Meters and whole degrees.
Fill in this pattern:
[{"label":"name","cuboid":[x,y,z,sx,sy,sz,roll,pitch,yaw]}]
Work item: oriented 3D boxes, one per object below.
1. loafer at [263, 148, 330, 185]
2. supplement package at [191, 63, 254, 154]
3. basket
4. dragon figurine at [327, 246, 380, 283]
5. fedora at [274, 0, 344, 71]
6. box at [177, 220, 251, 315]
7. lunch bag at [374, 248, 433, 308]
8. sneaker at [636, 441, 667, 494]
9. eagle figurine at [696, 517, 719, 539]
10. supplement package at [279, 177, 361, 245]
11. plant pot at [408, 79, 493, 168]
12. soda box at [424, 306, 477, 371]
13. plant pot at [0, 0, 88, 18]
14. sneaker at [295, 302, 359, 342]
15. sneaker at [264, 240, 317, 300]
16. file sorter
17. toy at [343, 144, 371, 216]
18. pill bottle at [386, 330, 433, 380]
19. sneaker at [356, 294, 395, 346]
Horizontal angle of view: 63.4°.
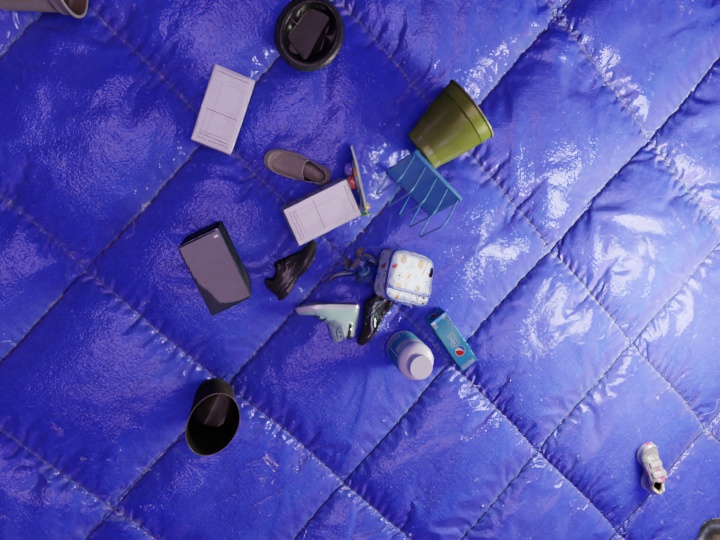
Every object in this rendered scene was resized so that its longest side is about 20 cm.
[{"label":"loafer","cuboid":[-0.174,-0.294,1.648,0.196,0.068,0.077,13,97,-15]},{"label":"supplement package","cuboid":[-0.367,-0.423,1.551,0.112,0.109,0.203,19,95,-15]},{"label":"basket","cuboid":[-0.414,0.392,1.645,0.134,0.200,0.183,26,94,-16]},{"label":"dragon figurine","cuboid":[0.000,0.000,1.745,0.199,0.059,0.100,-41,106,-5]},{"label":"fedora","cuboid":[-0.142,-0.637,1.583,0.196,0.092,0.205,-2,100,-12]},{"label":"box","cuboid":[-0.389,-0.012,1.582,0.122,0.197,0.203,-26,104,-7]},{"label":"lunch bag","cuboid":[0.135,0.027,1.737,0.198,0.075,0.164,15,83,-39]},{"label":"sneaker","cuboid":[1.062,0.717,2.103,0.080,0.088,0.204,-18,103,-9]},{"label":"eagle figurine","cuboid":[1.364,1.074,2.235,0.201,0.149,0.153,-57,153,-28]},{"label":"supplement package","cuboid":[-0.117,-0.170,1.662,0.197,0.109,0.115,-26,105,-8]},{"label":"plant pot","cuboid":[0.246,-0.402,1.675,0.192,0.201,0.201,-38,106,8]},{"label":"soda box","cuboid":[0.286,0.217,1.845,0.064,0.068,0.201,-36,106,-4]},{"label":"plant pot","cuboid":[-0.782,-0.701,1.385,0.180,0.201,0.205,-5,101,0]},{"label":"sneaker","cuboid":[-0.099,0.157,1.739,0.196,0.074,0.121,3,93,-16]},{"label":"sneaker","cuboid":[-0.201,-0.013,1.692,0.090,0.076,0.201,38,87,-9]},{"label":"file sorter","cuboid":[0.164,-0.213,1.683,0.200,0.138,0.124,41,58,-16]},{"label":"toy","cuboid":[-0.017,-0.252,1.673,0.046,0.115,0.203,-16,103,4]},{"label":"pill bottle","cuboid":[0.152,0.259,1.753,0.109,0.200,0.113,-2,101,-12]},{"label":"sneaker","cuboid":[0.036,0.133,1.779,0.079,0.075,0.202,32,83,-7]}]
